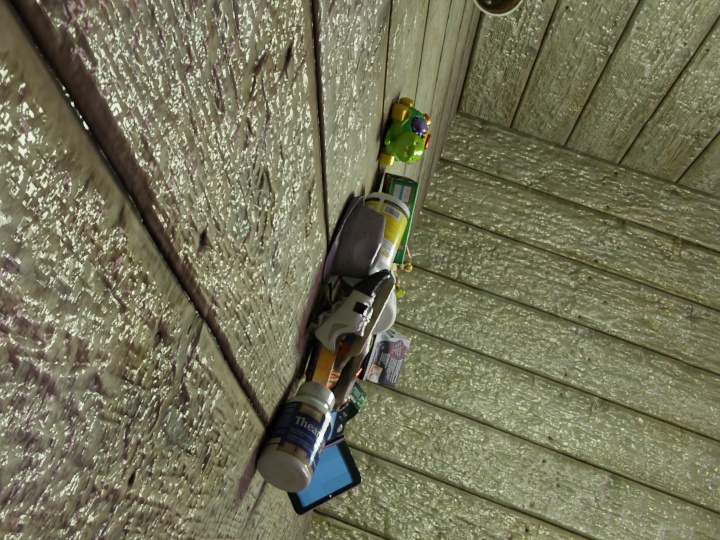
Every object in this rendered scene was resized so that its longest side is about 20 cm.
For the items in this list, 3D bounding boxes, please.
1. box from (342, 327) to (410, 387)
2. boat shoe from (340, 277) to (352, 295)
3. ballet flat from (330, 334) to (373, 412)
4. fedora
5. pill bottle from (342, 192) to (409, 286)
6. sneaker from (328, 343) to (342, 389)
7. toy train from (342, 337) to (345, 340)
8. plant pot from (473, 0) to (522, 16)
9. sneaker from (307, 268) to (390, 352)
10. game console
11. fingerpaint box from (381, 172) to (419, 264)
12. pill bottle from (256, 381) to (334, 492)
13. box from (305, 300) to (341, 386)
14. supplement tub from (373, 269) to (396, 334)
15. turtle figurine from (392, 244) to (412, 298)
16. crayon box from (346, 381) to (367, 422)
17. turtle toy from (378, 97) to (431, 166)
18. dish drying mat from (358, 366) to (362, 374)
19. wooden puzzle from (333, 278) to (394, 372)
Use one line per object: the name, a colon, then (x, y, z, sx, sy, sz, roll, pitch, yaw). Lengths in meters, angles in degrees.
box: (0.023, 0.198, 1.892, 0.199, 0.113, 0.135, 29, -78, 58)
boat shoe: (0.000, 0.000, 1.729, 0.066, 0.072, 0.202, 95, 14, -45)
ballet flat: (-0.016, 0.221, 1.618, 0.203, 0.046, 0.067, -64, -172, -16)
fedora: (-0.001, -0.051, 1.489, 0.178, 0.089, 0.202, 100, 11, -53)
pill bottle: (0.030, -0.062, 1.634, 0.113, 0.110, 0.203, 92, 18, -69)
sneaker: (-0.082, 0.238, 1.693, 0.112, 0.077, 0.202, -51, 151, -31)
toy train: (-0.048, 0.142, 1.798, 0.200, 0.055, 0.153, -43, 151, -77)
plant pot: (0.467, -0.994, 2.546, 0.184, 0.196, 0.204, -90, -164, -72)
sneaker: (-0.004, 0.083, 1.459, 0.199, 0.089, 0.074, -42, 168, 4)
game console: (-0.081, 0.405, 1.605, 0.198, 0.118, 0.173, -15, 130, -42)
fingerpaint box: (0.084, -0.133, 1.827, 0.167, 0.072, 0.204, -114, -146, -78)
pill bottle: (-0.119, 0.322, 1.442, 0.201, 0.109, 0.112, -65, 171, -46)
box: (-0.072, 0.154, 1.565, 0.119, 0.041, 0.204, -126, -129, -77)
supplement tub: (0.029, 0.054, 1.812, 0.201, 0.120, 0.124, -86, -171, -57)
turtle figurine: (0.074, -0.017, 1.979, 0.199, 0.063, 0.164, 36, 45, -46)
crayon box: (-0.079, 0.366, 1.776, 0.199, 0.051, 0.127, -40, 180, 13)
turtle toy: (0.107, -0.301, 1.663, 0.200, 0.099, 0.148, -59, 166, -63)
dish drying mat: (-0.061, 0.302, 1.730, 0.200, 0.018, 0.077, -39, 171, -50)
wooden puzzle: (-0.001, 0.117, 1.567, 0.187, 0.037, 0.200, -62, -175, -21)
